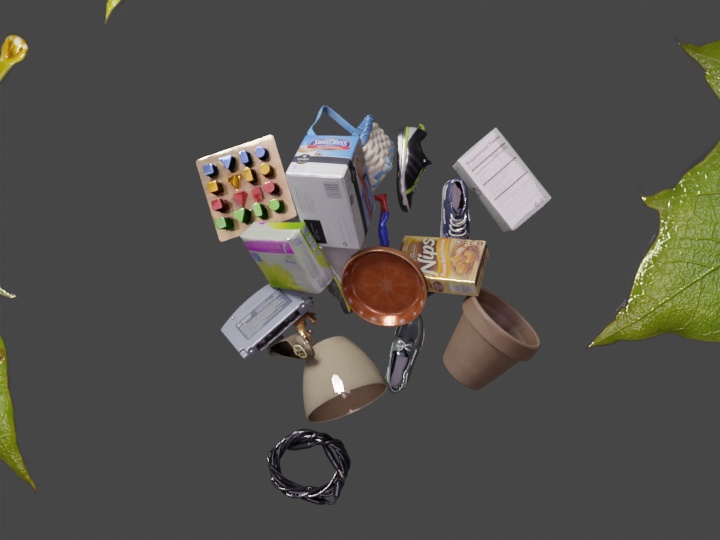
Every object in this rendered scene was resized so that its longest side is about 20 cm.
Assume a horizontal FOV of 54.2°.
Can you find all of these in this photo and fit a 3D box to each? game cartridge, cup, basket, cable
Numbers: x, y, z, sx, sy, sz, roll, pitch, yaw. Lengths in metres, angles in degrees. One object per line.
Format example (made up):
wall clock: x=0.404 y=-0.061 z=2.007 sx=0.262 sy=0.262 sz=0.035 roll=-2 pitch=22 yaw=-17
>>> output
game cartridge: x=-0.219 y=0.104 z=1.614 sx=0.199 sy=0.133 sz=0.042 roll=-40 pitch=131 yaw=-13
cup: x=-0.052 y=0.237 z=1.601 sx=0.197 sy=0.201 sz=0.146 roll=-24 pitch=67 yaw=2
basket: x=-0.023 y=-0.277 z=1.571 sx=0.199 sy=0.177 sz=0.139 roll=39 pitch=121 yaw=-13
cable: x=-0.125 y=0.459 z=1.665 sx=0.196 sy=0.051 sz=0.167 roll=19 pitch=92 yaw=2

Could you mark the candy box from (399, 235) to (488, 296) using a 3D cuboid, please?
candy box: x=0.179 y=-0.012 z=1.577 sx=0.196 sy=0.056 sz=0.117 roll=6 pitch=54 yaw=24

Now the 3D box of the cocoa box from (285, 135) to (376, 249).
cocoa box: x=-0.057 y=-0.165 z=1.481 sx=0.130 sy=0.202 sz=0.133 roll=5 pitch=48 yaw=20

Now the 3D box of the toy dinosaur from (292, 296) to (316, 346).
toy dinosaur: x=-0.161 y=0.098 z=1.643 sx=0.199 sy=0.105 sz=0.062 roll=35 pitch=129 yaw=37

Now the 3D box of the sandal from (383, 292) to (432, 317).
sandal: x=0.129 y=0.045 z=1.635 sx=0.198 sy=0.075 sz=0.049 roll=-32 pitch=74 yaw=2

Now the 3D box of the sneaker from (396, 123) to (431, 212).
sneaker: x=0.125 y=-0.237 z=1.624 sx=0.081 sy=0.072 sz=0.205 roll=0 pitch=92 yaw=1

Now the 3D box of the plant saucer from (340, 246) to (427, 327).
plant saucer: x=0.053 y=0.035 z=1.559 sx=0.195 sy=0.033 sz=0.204 roll=9 pitch=125 yaw=12

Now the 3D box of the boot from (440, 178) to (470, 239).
boot: x=0.218 y=-0.109 z=1.615 sx=0.071 sy=0.090 sz=0.205 roll=-6 pitch=91 yaw=2

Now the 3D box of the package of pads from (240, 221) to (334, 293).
package of pads: x=-0.161 y=-0.028 z=1.552 sx=0.068 sy=0.198 sz=0.156 roll=-46 pitch=121 yaw=-29

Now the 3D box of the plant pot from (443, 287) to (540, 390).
plant pot: x=0.279 y=0.168 z=1.590 sx=0.199 sy=0.200 sz=0.176 roll=37 pitch=112 yaw=0

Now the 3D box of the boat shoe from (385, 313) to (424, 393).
boat shoe: x=0.105 y=0.190 z=1.642 sx=0.071 sy=0.062 sz=0.204 roll=17 pitch=92 yaw=1

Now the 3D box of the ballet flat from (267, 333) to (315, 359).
ballet flat: x=-0.163 y=0.176 z=1.591 sx=0.046 sy=0.198 sz=0.068 roll=-35 pitch=108 yaw=-27

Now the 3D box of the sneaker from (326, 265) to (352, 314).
sneaker: x=-0.076 y=0.014 z=1.649 sx=0.080 sy=0.074 sz=0.203 roll=-29 pitch=89 yaw=19

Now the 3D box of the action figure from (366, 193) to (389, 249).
action figure: x=0.030 y=-0.068 z=1.637 sx=0.097 sy=0.065 sz=0.205 roll=-11 pitch=90 yaw=-4

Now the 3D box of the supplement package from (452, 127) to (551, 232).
supplement package: x=0.317 y=-0.202 z=1.596 sx=0.117 sy=0.117 sz=0.201 roll=-39 pitch=90 yaw=3

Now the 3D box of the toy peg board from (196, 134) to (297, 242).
toy peg board: x=-0.270 y=-0.192 z=1.627 sx=0.196 sy=0.098 sz=0.204 roll=-17 pitch=91 yaw=2

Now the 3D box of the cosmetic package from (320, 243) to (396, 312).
cosmetic package: x=0.000 y=0.000 z=1.604 sx=0.082 sy=0.051 sz=0.201 roll=-27 pitch=110 yaw=32
